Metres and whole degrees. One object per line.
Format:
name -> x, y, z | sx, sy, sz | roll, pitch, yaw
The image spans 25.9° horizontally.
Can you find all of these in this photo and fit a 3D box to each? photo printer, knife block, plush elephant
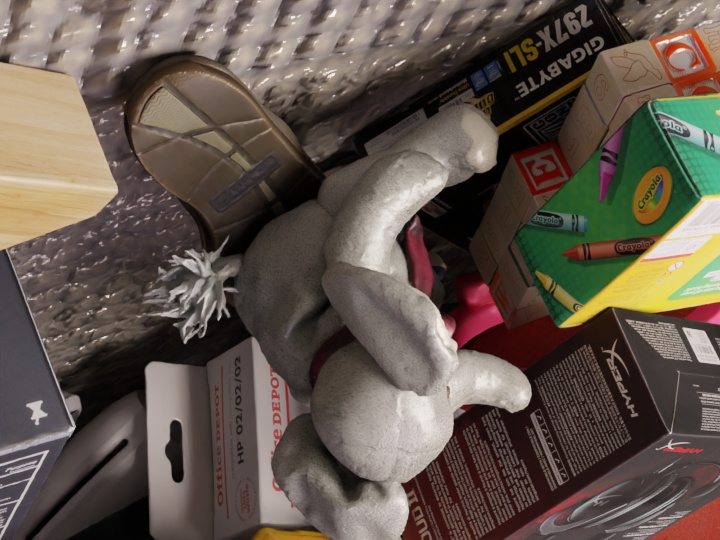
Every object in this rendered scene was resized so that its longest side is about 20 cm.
photo printer -> -0.168, 0.160, 1.084 | 0.166, 0.069, 0.200 | -45, 166, 1
knife block -> -0.202, -0.053, 0.598 | 0.198, 0.065, 0.176 | -21, 160, -12
plush elephant -> 0.012, 0.036, 0.778 | 0.198, 0.155, 0.166 | -17, 146, -34

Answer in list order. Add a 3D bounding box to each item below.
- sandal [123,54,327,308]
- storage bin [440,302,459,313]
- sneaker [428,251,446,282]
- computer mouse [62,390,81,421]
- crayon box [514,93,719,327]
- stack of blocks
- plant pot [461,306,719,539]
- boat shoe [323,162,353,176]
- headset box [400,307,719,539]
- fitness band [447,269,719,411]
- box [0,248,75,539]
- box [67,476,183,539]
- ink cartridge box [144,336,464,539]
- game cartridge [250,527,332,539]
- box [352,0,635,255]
sandal -> -0.068, -0.049, 0.794 | 0.081, 0.055, 0.200 | -35, 145, 2
storage bin -> 0.064, 0.098, 1.245 | 0.199, 0.095, 0.135 | -2, 151, -45
sneaker -> -0.005, 0.074, 1.089 | 0.200, 0.085, 0.075 | -42, 155, 12
computer mouse -> -0.239, 0.126, 1.022 | 0.109, 0.044, 0.200 | -35, 168, -46
crayon box -> 0.191, -0.035, 0.801 | 0.198, 0.059, 0.119 | -8, 153, -36
stack of blocks -> 0.142, -0.049, 0.877 | 0.114, 0.059, 0.201 | -17, 158, -18
plant pot -> 0.164, 0.102, 1.065 | 0.175, 0.199, 0.202 | -25, 130, -40
boat shoe -> 0.000, 0.000, 0.960 | 0.071, 0.069, 0.200 | -23, 160, -3
headset box -> 0.120, 0.108, 0.861 | 0.148, 0.078, 0.200 | 10, 139, -47
fitness band -> 0.134, 0.034, 0.969 | 0.198, 0.144, 0.038 | -18, 121, -15
box -> -0.272, 0.092, 0.791 | 0.198, 0.124, 0.199 | -14, 159, -31
box -> -0.140, 0.250, 0.996 | 0.199, 0.123, 0.199 | -24, 154, -48
ink cartridge box -> -0.029, 0.109, 0.969 | 0.198, 0.117, 0.068 | 7, 158, -31
game cartridge -> -0.057, 0.227, 0.890 | 0.177, 0.032, 0.200 | -55, 154, 3
box -> 0.105, -0.075, 0.929 | 0.159, 0.050, 0.200 | -32, 159, 14
